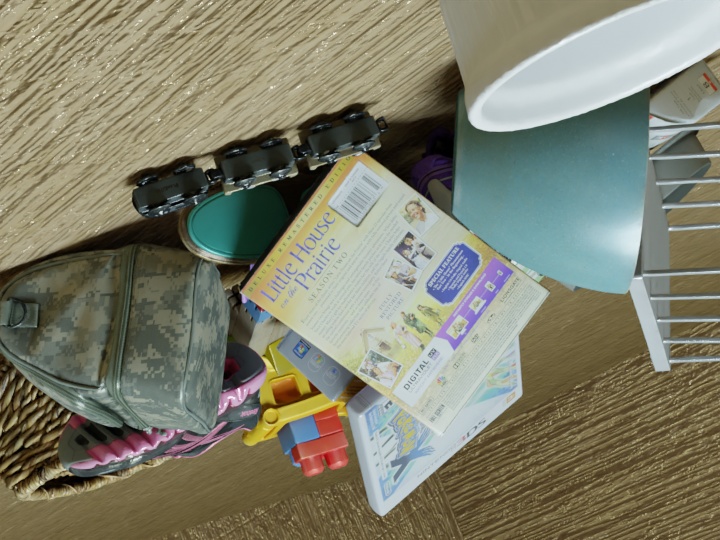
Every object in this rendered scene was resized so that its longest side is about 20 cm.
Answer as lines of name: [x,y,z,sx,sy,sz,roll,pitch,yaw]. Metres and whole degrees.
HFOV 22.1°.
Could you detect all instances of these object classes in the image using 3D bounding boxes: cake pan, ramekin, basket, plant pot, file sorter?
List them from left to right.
basket: [-0.253,0.165,1.763,0.200,0.149,0.143,-2,121,-60]
plant pot: [0.138,-0.086,1.388,0.135,0.200,0.200,4,168,2]
ramekin: [0.145,-0.173,1.153,0.200,0.098,0.200,-20,169,-4]
cake pan: [0.247,-0.052,1.691,0.200,0.037,0.200,-41,171,-8]
file sorter: [0.288,-0.019,1.496,0.124,0.139,0.200,-2,156,15]

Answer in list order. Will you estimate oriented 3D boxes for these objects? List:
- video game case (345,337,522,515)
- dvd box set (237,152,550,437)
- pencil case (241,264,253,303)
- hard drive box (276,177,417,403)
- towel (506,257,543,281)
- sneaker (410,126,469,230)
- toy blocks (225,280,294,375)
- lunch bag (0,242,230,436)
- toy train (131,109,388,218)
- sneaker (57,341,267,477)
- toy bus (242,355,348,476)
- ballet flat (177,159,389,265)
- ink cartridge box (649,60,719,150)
video game case: [0.070,0.114,1.628,0.182,0.022,0.200,-39,151,-17]
dvd box set: [0.026,0.015,1.436,0.146,0.200,0.029,-54,-169,2]
pencil case: [0.000,0.000,1.543,0.200,0.086,0.084,6,137,13]
hard drive box: [0.038,0.022,1.674,0.200,0.077,0.156,-53,159,11]
towel: [0.141,-0.004,1.684,0.149,0.031,0.200,-50,168,22]
sneaker: [0.094,-0.089,1.537,0.081,0.083,0.200,-37,180,20]
toy blocks: [-0.051,0.009,1.699,0.200,0.100,0.137,-28,163,-23]
lunch bag: [-0.202,0.057,1.515,0.168,0.139,0.200,7,169,4]
toy train: [-0.074,-0.077,1.365,0.200,0.034,0.046,-18,172,-14]
sneaker: [-0.171,0.143,1.637,0.200,0.079,0.095,-23,140,-19]
toy bus: [-0.043,0.111,1.912,0.200,0.192,0.136,-18,167,-22]
ballet flat: [-0.066,-0.046,1.482,0.200,0.068,0.072,-20,-176,-30]
ink cartridge box: [0.214,-0.100,1.609,0.162,0.050,0.200,-33,-174,43]
